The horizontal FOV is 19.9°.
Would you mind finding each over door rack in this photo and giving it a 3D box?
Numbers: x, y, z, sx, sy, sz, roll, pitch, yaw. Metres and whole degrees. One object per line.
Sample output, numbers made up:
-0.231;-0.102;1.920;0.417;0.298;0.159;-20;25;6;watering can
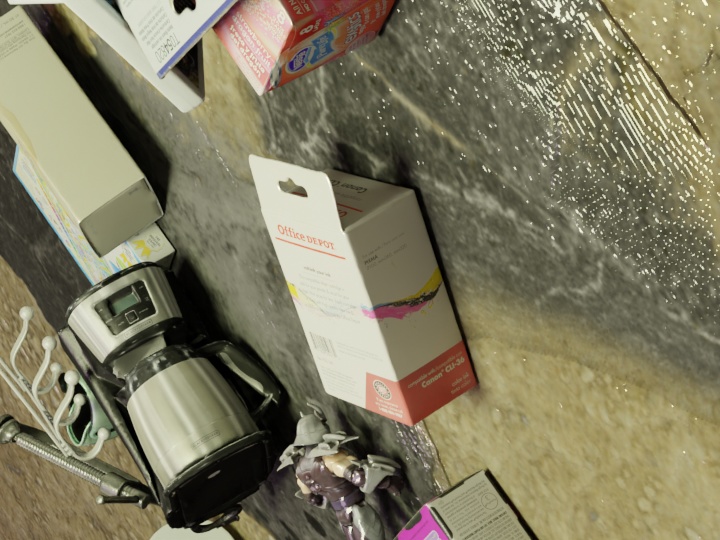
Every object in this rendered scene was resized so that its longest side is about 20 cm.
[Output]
-0.309;0.069;1.798;0.200;0.067;0.148;44;179;-35;over door rack

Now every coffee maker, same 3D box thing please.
-0.175;0.117;1.802;0.200;0.134;0.192;57;144;19;coffee maker

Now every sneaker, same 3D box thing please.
-0.227;0.150;1.961;0.074;0.118;0.201;35;144;40;sneaker

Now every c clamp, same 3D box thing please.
-0.256;0.171;1.848;0.200;0.027;0.171;23;179;29;c clamp

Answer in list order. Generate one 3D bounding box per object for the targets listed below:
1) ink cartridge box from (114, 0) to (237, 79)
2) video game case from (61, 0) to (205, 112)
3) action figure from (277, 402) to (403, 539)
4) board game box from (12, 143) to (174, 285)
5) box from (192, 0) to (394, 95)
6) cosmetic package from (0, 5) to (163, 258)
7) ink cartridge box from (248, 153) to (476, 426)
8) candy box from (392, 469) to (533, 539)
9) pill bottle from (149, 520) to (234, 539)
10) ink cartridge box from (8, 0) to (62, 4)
-0.129;-0.240;1.263;0.200;0.041;0.200;61;152;0;ink cartridge box
-0.178;-0.226;1.401;0.200;0.023;0.182;43;-153;-36;video game case
-0.002;0.199;1.674;0.200;0.069;0.130;65;161;0;action figure
-0.249;-0.057;1.890;0.200;0.034;0.135;54;153;15;board game box
-0.071;-0.230;1.325;0.200;0.102;0.095;56;154;12;box
-0.260;-0.120;1.778;0.200;0.073;0.104;54;173;17;cosmetic package
0.000;0.000;1.466;0.116;0.067;0.200;17;132;54;ink cartridge box
0.108;0.264;1.542;0.200;0.061;0.136;55;153;12;candy box
-0.170;0.341;2.054;0.114;0.114;0.200;46;150;28;pill bottle
-0.272;-0.315;1.669;0.196;0.043;0.200;10;126;58;ink cartridge box
